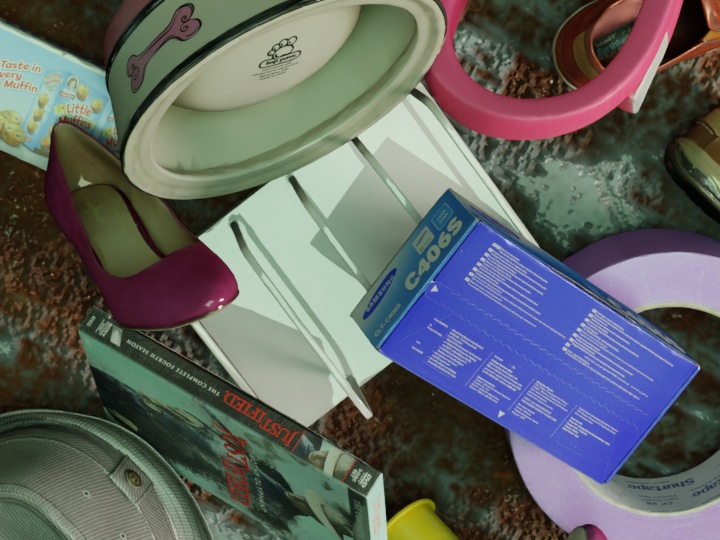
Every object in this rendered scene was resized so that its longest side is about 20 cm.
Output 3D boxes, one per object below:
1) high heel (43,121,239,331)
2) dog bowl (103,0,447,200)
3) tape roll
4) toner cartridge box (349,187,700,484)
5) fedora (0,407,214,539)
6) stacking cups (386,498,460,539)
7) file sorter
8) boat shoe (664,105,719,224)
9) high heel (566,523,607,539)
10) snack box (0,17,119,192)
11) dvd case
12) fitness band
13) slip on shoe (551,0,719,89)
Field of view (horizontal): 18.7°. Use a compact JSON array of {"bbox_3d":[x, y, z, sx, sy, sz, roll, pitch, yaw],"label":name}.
[{"bbox_3d":[-0.132,-0.026,1.237,0.067,0.200,0.097,-27,111,-25],"label":"high heel"},{"bbox_3d":[-0.055,-0.124,1.215,0.199,0.200,0.074,-26,71,-2],"label":"dog bowl"},{"bbox_3d":[0.188,0.078,1.371,0.198,0.066,0.202,-1,105,-3],"label":"tape roll"},{"bbox_3d":[0.098,0.041,1.263,0.199,0.043,0.095,32,100,-34],"label":"toner cartridge box"},{"bbox_3d":[-0.185,0.183,1.327,0.176,0.090,0.201,-29,103,13],"label":"fedora"},{"bbox_3d":[0.085,0.232,1.345,0.060,0.060,0.200,-44,66,2],"label":"stacking cups"},{"bbox_3d":[0.000,0.000,1.316,0.199,0.125,0.139,-38,102,0],"label":"file sorter"},{"bbox_3d":[0.281,-0.028,1.370,0.200,0.076,0.074,43,89,-12],"label":"boat shoe"},{"bbox_3d":[0.175,0.229,1.371,0.095,0.068,0.201,-4,127,2],"label":"high heel"},{"bbox_3d":[-0.205,-0.107,1.324,0.199,0.024,0.072,25,97,-10],"label":"snack box"},{"bbox_3d":[-0.072,0.106,1.283,0.199,0.146,0.022,28,66,16],"label":"dvd case"},{"bbox_3d":[0.115,-0.162,1.290,0.143,0.038,0.201,17,63,14],"label":"fitness band"},{"bbox_3d":[0.212,-0.168,1.343,0.199,0.061,0.075,-28,99,-7],"label":"slip on shoe"}]
